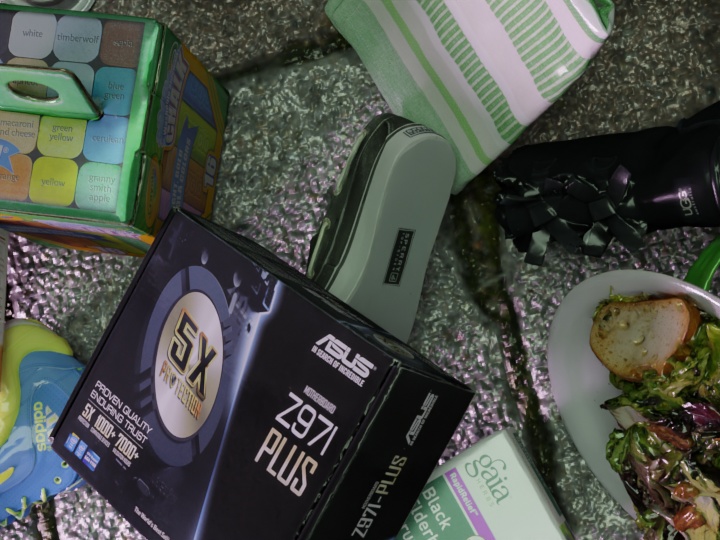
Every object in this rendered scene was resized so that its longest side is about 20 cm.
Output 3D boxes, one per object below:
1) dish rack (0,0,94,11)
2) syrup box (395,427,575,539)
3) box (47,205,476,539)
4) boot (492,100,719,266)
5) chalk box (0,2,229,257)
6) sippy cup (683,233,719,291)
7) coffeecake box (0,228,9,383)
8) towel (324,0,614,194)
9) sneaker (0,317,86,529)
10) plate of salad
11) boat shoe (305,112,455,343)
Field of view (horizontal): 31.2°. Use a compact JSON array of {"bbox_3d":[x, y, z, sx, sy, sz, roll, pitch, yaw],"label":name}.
[{"bbox_3d":[-0.228,-0.291,0.903,0.170,0.044,0.201,29,88,12],"label":"dish rack"},{"bbox_3d":[0.026,0.179,0.782,0.199,0.081,0.079,-32,79,6],"label":"syrup box"},{"bbox_3d":[-0.061,0.085,0.737,0.199,0.086,0.165,33,95,36],"label":"box"},{"bbox_3d":[0.183,-0.064,0.772,0.161,0.198,0.074,-6,107,38],"label":"boot"},{"bbox_3d":[-0.169,-0.083,0.786,0.123,0.200,0.125,8,84,11],"label":"chalk box"},{"bbox_3d":[0.270,0.051,0.737,0.177,0.139,0.132,27,99,22],"label":"sippy cup"},{"bbox_3d":[-0.309,-0.015,0.833,0.152,0.073,0.203,-10,69,20],"label":"coffeecake box"},{"bbox_3d":[0.057,-0.148,0.750,0.023,0.200,0.153,-29,83,-31],"label":"towel"},{"bbox_3d":[-0.230,0.136,0.834,0.104,0.076,0.202,25,87,11],"label":"sneaker"},{"bbox_3d":[0.176,0.093,0.718,0.048,0.200,0.200,-33,76,-32],"label":"plate of salad"},{"bbox_3d":[0.000,0.000,0.820,0.064,0.070,0.202,33,105,50],"label":"boat shoe"}]
